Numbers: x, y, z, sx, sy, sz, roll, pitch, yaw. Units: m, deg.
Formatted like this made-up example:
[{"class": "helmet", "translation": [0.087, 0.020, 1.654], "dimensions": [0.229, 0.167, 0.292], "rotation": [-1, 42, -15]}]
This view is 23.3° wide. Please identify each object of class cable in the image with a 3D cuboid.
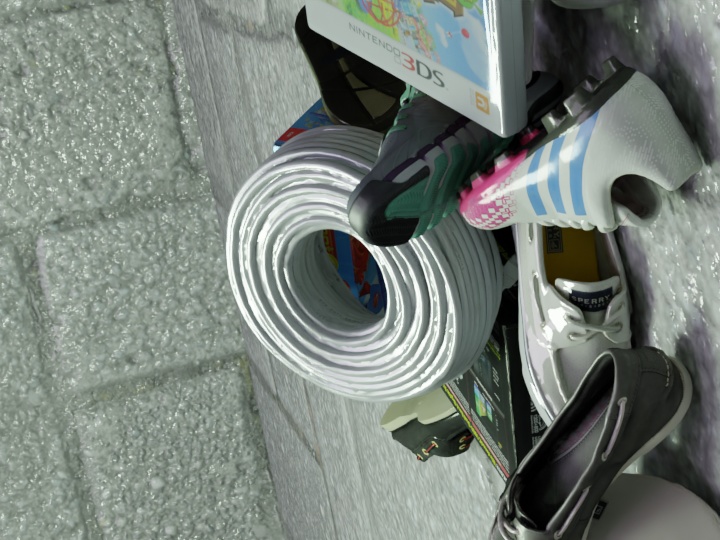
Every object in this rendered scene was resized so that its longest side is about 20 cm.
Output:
[{"class": "cable", "translation": [0.000, 0.000, 1.191], "dimensions": [0.200, 0.069, 0.200], "rotation": [34, 130, 14]}]

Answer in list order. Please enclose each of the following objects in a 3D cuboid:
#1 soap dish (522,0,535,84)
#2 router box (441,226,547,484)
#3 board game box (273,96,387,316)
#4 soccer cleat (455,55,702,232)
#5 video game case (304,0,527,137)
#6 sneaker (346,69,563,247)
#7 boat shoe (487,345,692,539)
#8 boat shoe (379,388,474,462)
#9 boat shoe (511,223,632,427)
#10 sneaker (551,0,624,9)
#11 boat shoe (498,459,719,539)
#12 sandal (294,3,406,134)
[{"class": "soap dish", "translation": [0.060, -0.221, 1.052], "dimensions": [0.158, 0.081, 0.200], "rotation": [-92, -2, -48]}, {"class": "router box", "translation": [0.107, 0.057, 1.296], "dimensions": [0.200, 0.062, 0.150], "rotation": [-123, 23, -60]}, {"class": "board game box", "translation": [0.015, -0.054, 1.340], "dimensions": [0.200, 0.056, 0.196], "rotation": [-50, -38, -47]}, {"class": "soccer cleat", "translation": [0.121, -0.047, 0.997], "dimensions": [0.086, 0.070, 0.200], "rotation": [49, 155, -1]}, {"class": "video game case", "translation": [0.020, -0.192, 0.971], "dimensions": [0.182, 0.022, 0.200], "rotation": [34, 144, 40]}, {"class": "sneaker", "translation": [0.039, -0.085, 1.086], "dimensions": [0.087, 0.200, 0.075], "rotation": [39, 135, 17]}, {"class": "boat shoe", "translation": [0.120, 0.122, 1.054], "dimensions": [0.200, 0.057, 0.067], "rotation": [-56, 36, 23]}, {"class": "boat shoe", "translation": [0.080, 0.125, 1.537], "dimensions": [0.063, 0.074, 0.201], "rotation": [41, 159, -5]}, {"class": "boat shoe", "translation": [0.137, 0.020, 1.092], "dimensions": [0.070, 0.071, 0.201], "rotation": [159, 104, -82]}, {"class": "sneaker", "translation": [0.116, -0.179, 0.916], "dimensions": [0.200, 0.080, 0.071], "rotation": [154, 101, -81]}, {"class": "boat shoe", "translation": [0.180, 0.174, 1.093], "dimensions": [0.093, 0.075, 0.200], "rotation": [40, 172, -33]}, {"class": "sandal", "translation": [0.001, -0.151, 1.261], "dimensions": [0.057, 0.080, 0.201], "rotation": [55, -161, -41]}]
